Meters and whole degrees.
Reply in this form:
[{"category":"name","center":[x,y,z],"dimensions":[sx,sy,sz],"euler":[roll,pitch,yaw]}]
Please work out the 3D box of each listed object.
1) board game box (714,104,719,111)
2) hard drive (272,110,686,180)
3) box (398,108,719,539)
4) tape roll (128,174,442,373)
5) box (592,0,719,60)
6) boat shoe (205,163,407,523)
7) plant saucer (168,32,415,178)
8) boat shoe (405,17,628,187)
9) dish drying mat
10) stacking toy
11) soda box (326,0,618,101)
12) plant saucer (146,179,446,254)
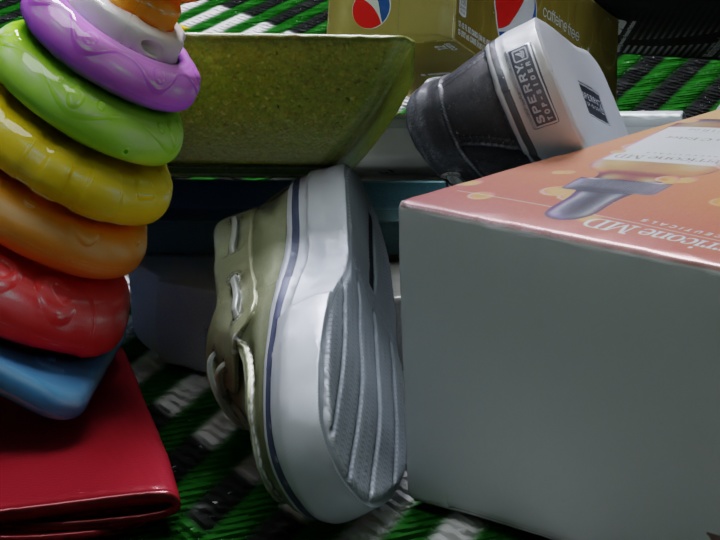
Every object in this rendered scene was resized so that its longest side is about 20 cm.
[{"category":"board game box","center":[0.234,-0.082,1.019],"dimensions":[0.040,0.153,0.200],"euler":[36,1,-23]},{"category":"hard drive","center":[0.057,-0.053,1.170],"dimensions":[0.198,0.027,0.132],"euler":[1,-5,12]},{"category":"box","center":[0.134,0.017,0.840],"dimensions":[0.152,0.107,0.199],"euler":[13,22,43]},{"category":"tape roll","center":[0.000,0.000,1.050],"dimensions":[0.201,0.037,0.203],"euler":[-2,16,0]},{"category":"box","center":[0.207,-0.143,1.221],"dimensions":[0.192,0.048,0.200],"euler":[2,-8,-3]},{"category":"boat shoe","center":[-0.023,0.030,0.882],"dimensions":[0.062,0.072,0.200],"euler":[-22,24,12]},{"category":"plant saucer","center":[-0.077,-0.064,1.012],"dimensions":[0.198,0.048,0.200],"euler":[1,0,1]},{"category":"boat shoe","center":[0.066,-0.044,0.963],"dimensions":[0.067,0.072,0.200],"euler":[-21,-11,14]},{"category":"dish drying mat","center":[-0.115,0.057,0.906],"dimensions":[0.076,0.018,0.200],"euler":[-5,17,-11]},{"category":"stacking toy","center":[-0.096,-0.059,0.872],"dimensions":[0.109,0.201,0.116],"euler":[31,17,-4]},{"category":"soda box","center":[0.057,-0.110,1.154],"dimensions":[0.064,0.068,0.200],"euler":[-2,-12,25]},{"category":"plant saucer","center":[-0.041,-0.022,1.034],"dimensions":[0.198,0.019,0.070],"euler":[1,16,12]}]
